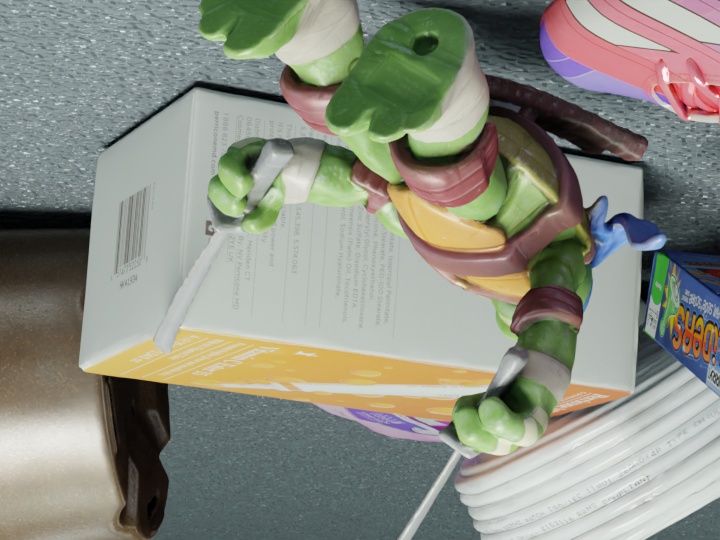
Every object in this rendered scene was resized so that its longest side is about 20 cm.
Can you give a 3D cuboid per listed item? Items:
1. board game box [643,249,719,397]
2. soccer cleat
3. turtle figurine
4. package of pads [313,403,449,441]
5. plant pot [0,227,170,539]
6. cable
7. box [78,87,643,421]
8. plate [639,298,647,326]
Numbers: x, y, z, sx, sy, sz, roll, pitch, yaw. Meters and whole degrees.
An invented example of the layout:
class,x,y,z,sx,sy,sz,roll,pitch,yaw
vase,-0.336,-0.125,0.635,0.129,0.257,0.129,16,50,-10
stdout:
class,x,y,z,sx,sy,sz,roll,pitch,yaw
board game box,0.218,0.031,1.000,0.199,0.035,0.135,6,-169,-10
soccer cleat,0.139,-0.066,0.826,0.200,0.077,0.067,-5,165,34
turtle figurine,0.001,-0.003,0.898,0.199,0.144,0.194,-20,141,8
package of pads,0.033,0.034,1.316,0.120,0.076,0.200,0,167,23
plant pot,-0.200,0.061,1.288,0.198,0.201,0.200,-6,166,7
cable,0.135,0.066,1.212,0.200,0.069,0.200,-32,-179,17
box,0.000,0.000,1.119,0.199,0.098,0.124,9,167,-22
plate,0.212,0.088,1.408,0.200,0.032,0.200,30,171,11
